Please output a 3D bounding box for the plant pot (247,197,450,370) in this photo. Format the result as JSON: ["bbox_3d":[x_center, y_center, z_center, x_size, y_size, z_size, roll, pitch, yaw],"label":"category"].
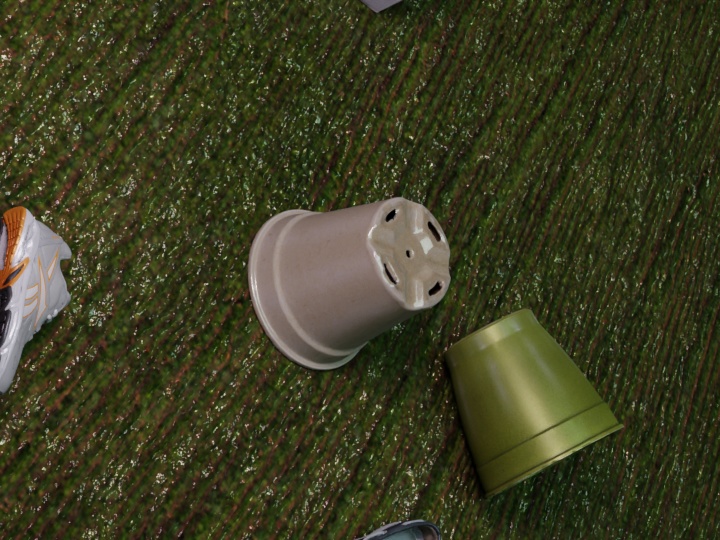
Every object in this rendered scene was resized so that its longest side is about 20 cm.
[{"bbox_3d":[0.000,0.000,1.979,0.200,0.183,0.202,18,63,-40],"label":"plant pot"}]

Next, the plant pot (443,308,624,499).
[{"bbox_3d":[0.204,0.161,2.142,0.200,0.200,0.194,-16,75,-47],"label":"plant pot"}]

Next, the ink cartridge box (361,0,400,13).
[{"bbox_3d":[0.076,-0.463,2.210,0.084,0.199,0.177,30,57,-35],"label":"ink cartridge box"}]

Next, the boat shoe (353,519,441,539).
[{"bbox_3d":[0.018,0.342,1.962,0.200,0.060,0.076,-31,98,-47],"label":"boat shoe"}]

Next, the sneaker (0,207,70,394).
[{"bbox_3d":[-0.337,0.039,1.697,0.092,0.075,0.201,31,57,-39],"label":"sneaker"}]
